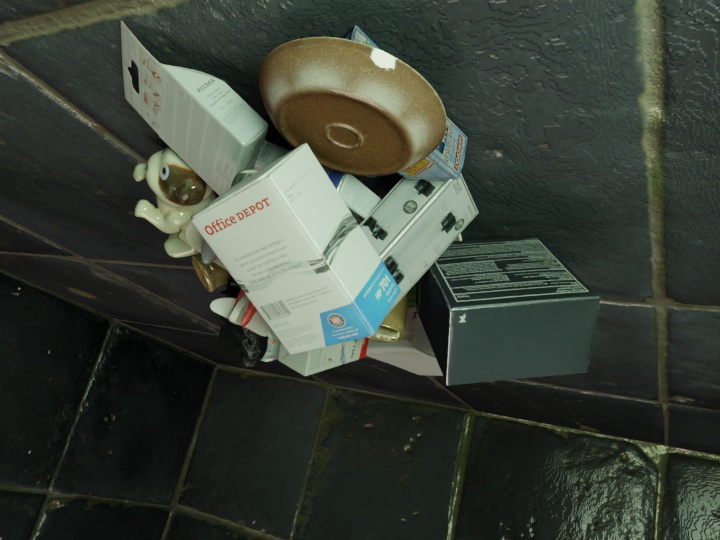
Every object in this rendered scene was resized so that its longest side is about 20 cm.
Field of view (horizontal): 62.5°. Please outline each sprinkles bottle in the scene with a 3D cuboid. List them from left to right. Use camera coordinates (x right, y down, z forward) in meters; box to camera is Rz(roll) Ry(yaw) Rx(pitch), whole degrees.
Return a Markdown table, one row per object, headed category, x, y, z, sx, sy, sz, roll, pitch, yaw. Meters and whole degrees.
| category | x | y | z | sx | sy | sz | roll | pitch | yaw |
| --- | --- | --- | --- | --- | --- | --- | --- | --- | --- |
| sprinkles bottle | -0.180 | -0.038 | 0.996 | 0.068 | 0.198 | 0.069 | 46 | 154 | 31 |

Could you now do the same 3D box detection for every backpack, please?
| category | x | y | z | sx | sy | sz | roll | pitch | yaw |
| --- | --- | --- | --- | --- | --- | --- | --- | --- | --- |
| backpack | -0.141 | 0.066 | 1.021 | 0.126 | 0.199 | 0.168 | 42 | 141 | 17 |

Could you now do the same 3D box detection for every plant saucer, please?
| category | x | y | z | sx | sy | sz | roll | pitch | yaw |
| --- | --- | --- | --- | --- | --- | --- | --- | --- | --- |
| plant saucer | -0.013 | -0.149 | 0.600 | 0.197 | 0.037 | 0.201 | 14 | 161 | 5 |

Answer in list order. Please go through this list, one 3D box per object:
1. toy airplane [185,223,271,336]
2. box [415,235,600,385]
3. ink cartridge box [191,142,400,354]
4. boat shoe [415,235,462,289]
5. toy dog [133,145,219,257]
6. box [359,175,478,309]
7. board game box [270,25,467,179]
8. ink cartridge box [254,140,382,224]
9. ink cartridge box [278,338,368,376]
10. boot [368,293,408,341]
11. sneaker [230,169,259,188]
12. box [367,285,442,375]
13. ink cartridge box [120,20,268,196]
| category | x | y | z | sx | sy | sz | roll | pitch | yaw |
| --- | --- | --- | --- | --- | --- | --- | --- | --- | --- |
| toy airplane | -0.141 | -0.009 | 0.871 | 0.197 | 0.202 | 0.142 | -14 | 156 | -18 |
| box | 0.191 | 0.049 | 0.834 | 0.196 | 0.125 | 0.199 | -4 | -155 | -5 |
| ink cartridge box | -0.071 | -0.016 | 0.665 | 0.145 | 0.086 | 0.201 | -18 | 112 | 41 |
| boat shoe | 0.116 | -0.010 | 0.930 | 0.072 | 0.063 | 0.202 | 17 | 135 | 32 |
| toy dog | -0.257 | -0.117 | 0.916 | 0.190 | 0.142 | 0.200 | 5 | 160 | 4 |
| box | 0.058 | -0.044 | 0.782 | 0.060 | 0.200 | 0.117 | 41 | 179 | 33 |
| board game box | 0.016 | -0.161 | 0.695 | 0.198 | 0.063 | 0.199 | 25 | 159 | -26 |
| ink cartridge box | -0.048 | -0.109 | 0.828 | 0.195 | 0.044 | 0.199 | 25 | 178 | 33 |
| ink cartridge box | -0.040 | 0.092 | 0.996 | 0.067 | 0.118 | 0.199 | 20 | -164 | 34 |
| boot | 0.000 | 0.000 | 0.941 | 0.172 | 0.202 | 0.067 | 7 | 148 | 12 |
| sneaker | -0.098 | -0.073 | 0.797 | 0.198 | 0.071 | 0.093 | 27 | -179 | -36 |
| box | 0.131 | 0.107 | 1.193 | 0.198 | 0.174 | 0.198 | 23 | 160 | -32 |
| ink cartridge box | -0.212 | -0.198 | 0.743 | 0.200 | 0.047 | 0.160 | 46 | 154 | -1 |
